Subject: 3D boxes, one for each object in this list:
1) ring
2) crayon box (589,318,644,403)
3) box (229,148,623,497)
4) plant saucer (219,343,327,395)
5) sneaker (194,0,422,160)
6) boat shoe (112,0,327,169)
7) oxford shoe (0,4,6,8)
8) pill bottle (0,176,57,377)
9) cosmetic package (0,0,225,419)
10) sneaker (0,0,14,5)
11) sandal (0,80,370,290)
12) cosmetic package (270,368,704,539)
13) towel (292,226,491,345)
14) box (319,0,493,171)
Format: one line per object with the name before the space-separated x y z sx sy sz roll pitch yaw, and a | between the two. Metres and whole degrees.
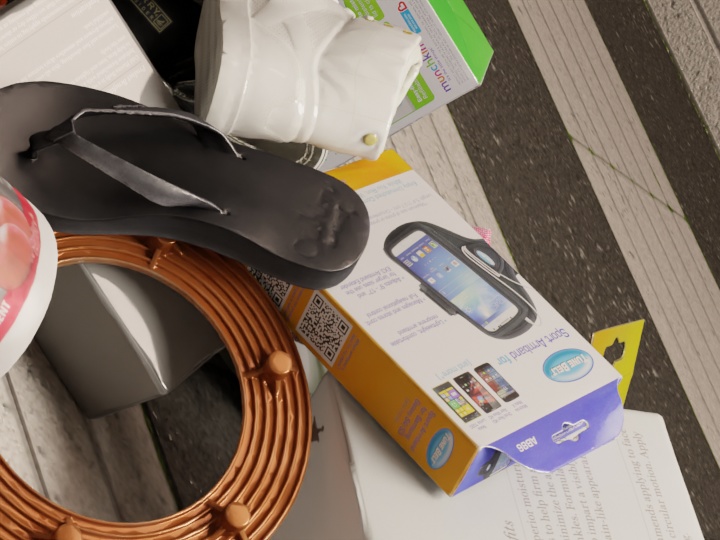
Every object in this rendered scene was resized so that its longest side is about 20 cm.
ring | -0.112 0.052 1.075 0.199 0.019 0.202 11 60 -20
crayon box | 0.106 0.121 1.371 0.127 0.051 0.201 -6 112 -70
box | 0.036 0.029 1.153 0.119 0.042 0.200 -21 60 -45
plant saucer | -0.052 0.025 1.421 0.200 0.050 0.201 50 21 -27
sneaker | -0.026 -0.124 1.241 0.115 0.074 0.201 12 37 -11
boat shoe | -0.087 -0.112 1.338 0.200 0.071 0.064 42 3 -30
oxford shoe | -0.149 -0.051 1.246 0.200 0.070 0.075 52 25 -20
pill bottle | -0.223 -0.032 0.946 0.200 0.110 0.111 43 24 -42
cosmetic package | -0.136 -0.038 1.173 0.107 0.090 0.201 -38 104 -37
sneaker | -0.158 -0.109 1.308 0.200 0.075 0.079 52 16 -29
sandal | -0.089 -0.049 1.098 0.199 0.043 0.076 13 56 -11
cosmetic package | 0.053 0.172 1.171 0.199 0.165 0.165 9 44 -24
towel | 0.000 0.000 1.344 0.146 0.030 0.200 19 23 0
box | -0.039 -0.173 1.554 0.201 0.176 0.097 56 19 -10
